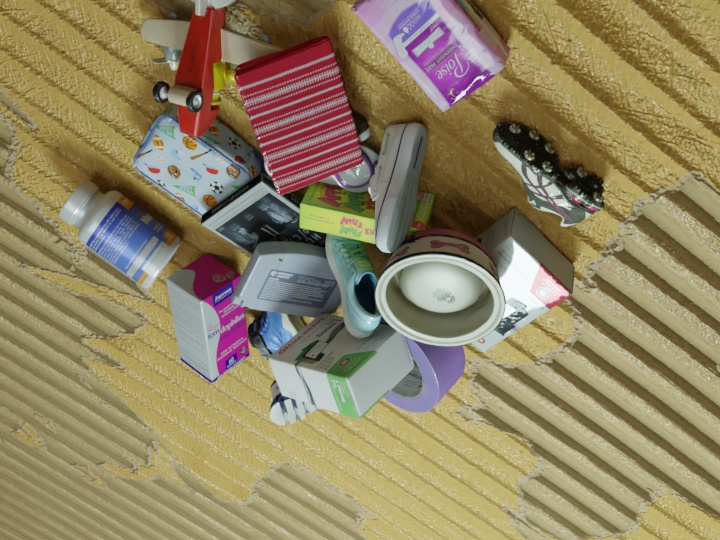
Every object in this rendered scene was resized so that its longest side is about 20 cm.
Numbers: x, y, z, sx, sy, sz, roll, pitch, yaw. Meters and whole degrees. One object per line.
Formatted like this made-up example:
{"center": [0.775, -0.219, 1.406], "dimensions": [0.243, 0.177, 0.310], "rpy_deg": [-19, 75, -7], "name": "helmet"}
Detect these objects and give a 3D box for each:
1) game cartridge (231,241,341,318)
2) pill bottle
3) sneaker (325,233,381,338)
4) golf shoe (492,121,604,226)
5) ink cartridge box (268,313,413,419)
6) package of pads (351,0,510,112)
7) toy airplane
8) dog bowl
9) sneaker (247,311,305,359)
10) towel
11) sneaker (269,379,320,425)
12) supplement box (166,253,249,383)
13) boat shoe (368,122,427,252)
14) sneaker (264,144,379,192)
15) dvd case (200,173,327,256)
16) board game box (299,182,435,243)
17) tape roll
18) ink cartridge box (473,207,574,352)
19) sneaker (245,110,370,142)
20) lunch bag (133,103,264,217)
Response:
{"center": [-0.108, 0.016, 1.355], "dimensions": [0.197, 0.041, 0.134], "rpy_deg": [11, 129, -34], "name": "game cartridge"}
{"center": [-0.428, -0.069, 1.414], "dimensions": [0.199, 0.113, 0.112], "rpy_deg": [38, 128, -13], "name": "pill bottle"}
{"center": [0.000, 0.000, 1.272], "dimensions": [0.073, 0.204, 0.082], "rpy_deg": [-6, 159, -28], "name": "sneaker"}
{"center": [0.262, -0.134, 1.164], "dimensions": [0.198, 0.078, 0.088], "rpy_deg": [35, 136, -10], "name": "golf shoe"}
{"center": [-0.035, 0.152, 1.315], "dimensions": [0.198, 0.146, 0.086], "rpy_deg": [7, 125, 45], "name": "ink cartridge box"}
{"center": [0.096, -0.324, 1.070], "dimensions": [0.200, 0.076, 0.120], "rpy_deg": [45, 129, -17], "name": "package of pads"}
{"center": [-0.213, -0.321, 1.152], "dimensions": [0.197, 0.141, 0.203], "rpy_deg": [-31, 79, 21], "name": "toy airplane"}
{"center": [0.122, 0.022, 1.204], "dimensions": [0.196, 0.075, 0.202], "rpy_deg": [7, 136, 6], "name": "dog bowl"}
{"center": [-0.168, 0.092, 1.474], "dimensions": [0.109, 0.078, 0.202], "rpy_deg": [-10, 130, 13], "name": "sneaker"}
{"center": [-0.083, -0.217, 1.128], "dimensions": [0.142, 0.023, 0.203], "rpy_deg": [-21, 125, -4], "name": "towel"}
{"center": [-0.091, 0.216, 1.546], "dimensions": [0.195, 0.116, 0.082], "rpy_deg": [-12, 130, -10], "name": "sneaker"}
{"center": [-0.280, 0.089, 1.474], "dimensions": [0.102, 0.101, 0.203], "rpy_deg": [27, 136, 31], "name": "supplement box"}
{"center": [0.046, -0.124, 1.185], "dimensions": [0.066, 0.204, 0.074], "rpy_deg": [8, 161, 29], "name": "boat shoe"}
{"center": [-0.054, -0.175, 1.243], "dimensions": [0.196, 0.100, 0.076], "rpy_deg": [7, 111, -14], "name": "sneaker"}
{"center": [-0.143, -0.070, 1.327], "dimensions": [0.149, 0.025, 0.199], "rpy_deg": [-29, 135, 30], "name": "dvd case"}
{"center": [0.012, -0.094, 1.256], "dimensions": [0.196, 0.102, 0.048], "rpy_deg": [13, 131, 8], "name": "board game box"}
{"center": [0.078, 0.140, 1.377], "dimensions": [0.198, 0.085, 0.203], "rpy_deg": [29, 139, 29], "name": "tape roll"}
{"center": [0.223, 0.021, 1.288], "dimensions": [0.145, 0.083, 0.199], "rpy_deg": [39, 128, -14], "name": "ink cartridge box"}
{"center": [-0.078, -0.244, 1.192], "dimensions": [0.196, 0.077, 0.083], "rpy_deg": [14, 121, 5], "name": "sneaker"}
{"center": [-0.269, -0.175, 1.306], "dimensions": [0.199, 0.076, 0.160], "rpy_deg": [37, 131, -13], "name": "lunch bag"}
